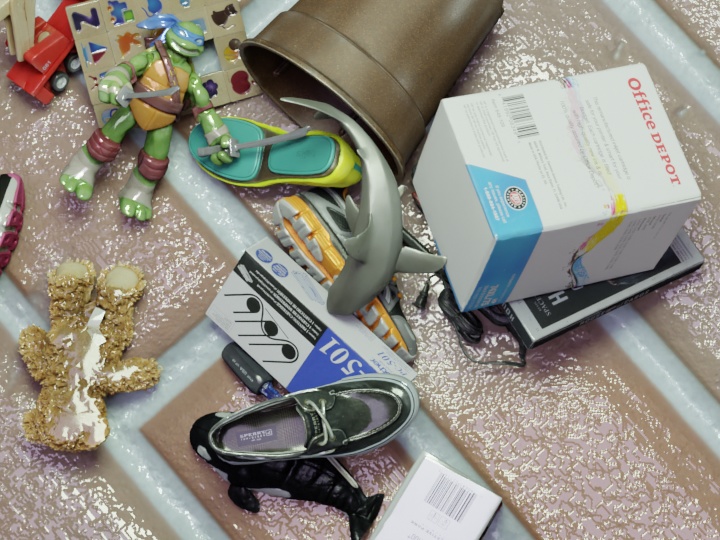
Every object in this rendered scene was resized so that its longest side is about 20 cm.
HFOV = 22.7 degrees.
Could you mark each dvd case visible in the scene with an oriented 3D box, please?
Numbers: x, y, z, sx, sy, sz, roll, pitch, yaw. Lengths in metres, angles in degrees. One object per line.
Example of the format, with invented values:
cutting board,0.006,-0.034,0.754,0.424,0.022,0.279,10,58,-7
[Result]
dvd case,0.204,-0.028,1.692,0.200,0.025,0.150,-24,70,-22

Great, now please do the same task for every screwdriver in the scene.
screwdriver,-0.064,0.136,1.720,0.200,0.028,0.029,40,77,25

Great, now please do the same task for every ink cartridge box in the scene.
ink cartridge box,-0.048,0.070,1.719,0.200,0.044,0.094,42,126,10
ink cartridge box,0.173,-0.075,1.613,0.200,0.146,0.147,-11,65,-16
ink cartridge box,0.051,0.262,1.624,0.084,0.200,0.176,31,86,8

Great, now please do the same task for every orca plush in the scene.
orca plush,-0.078,0.194,1.713,0.200,0.071,0.105,40,87,10

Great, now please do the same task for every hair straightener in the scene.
hair straightener,0.088,0.022,1.743,0.077,0.041,0.200,-39,84,0

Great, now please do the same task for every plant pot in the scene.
plant pot,0.022,-0.222,1.710,0.200,0.200,0.198,38,80,10

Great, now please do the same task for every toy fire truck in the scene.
toy fire truck,-0.329,-0.235,1.762,0.049,0.141,0.200,35,87,30

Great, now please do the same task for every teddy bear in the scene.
teddy bear,-0.269,0.083,1.760,0.145,0.067,0.200,-9,74,-5

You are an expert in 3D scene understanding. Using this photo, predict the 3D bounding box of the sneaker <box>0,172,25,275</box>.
sneaker,-0.401,-0.013,1.775,0.087,0.074,0.200,24,90,3

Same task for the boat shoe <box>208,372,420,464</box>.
boat shoe,-0.043,0.144,1.640,0.200,0.071,0.072,-16,86,7

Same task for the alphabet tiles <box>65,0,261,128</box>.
alphabet tiles,-0.201,-0.248,1.765,0.167,0.008,0.200,-16,107,-6

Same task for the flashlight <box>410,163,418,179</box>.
flashlight,0.128,-0.034,1.727,0.068,0.068,0.200,-41,81,-6

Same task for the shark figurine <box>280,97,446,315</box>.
shark figurine,-0.002,-0.055,1.611,0.128,0.089,0.215,2,107,33

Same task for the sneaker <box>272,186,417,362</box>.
sneaker,0.000,0.000,1.735,0.077,0.078,0.200,-34,91,-33

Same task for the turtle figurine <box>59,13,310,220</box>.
turtle figurine,-0.194,-0.129,1.706,0.200,0.144,0.194,47,118,23

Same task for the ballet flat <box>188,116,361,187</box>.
ballet flat,-0.079,-0.108,1.752,0.200,0.067,0.067,9,84,38
